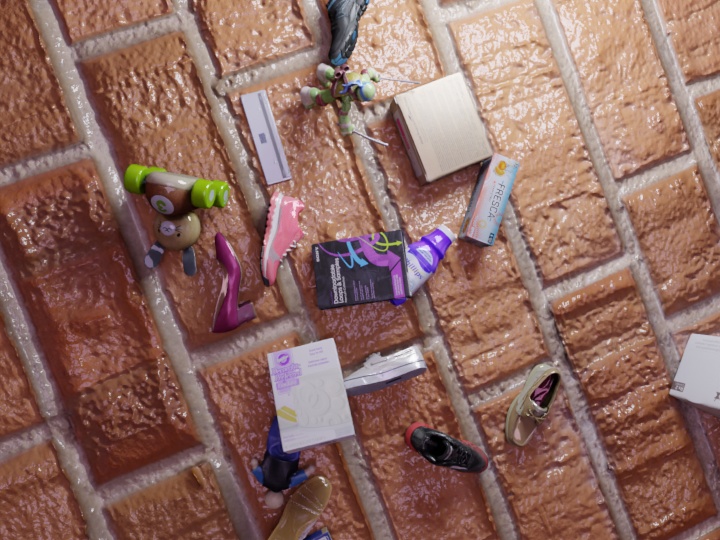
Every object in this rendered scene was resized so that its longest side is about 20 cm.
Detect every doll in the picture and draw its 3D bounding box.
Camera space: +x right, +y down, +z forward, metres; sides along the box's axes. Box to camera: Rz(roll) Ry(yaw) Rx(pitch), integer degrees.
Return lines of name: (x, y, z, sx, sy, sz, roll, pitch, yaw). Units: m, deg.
doll: (-0.161, 0.401, 1.154, 0.136, 0.048, 0.201, 14, 86, -7)

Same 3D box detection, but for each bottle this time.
bottle: (0.124, -0.016, 1.200, 0.200, 0.065, 0.084, -44, 90, -8)

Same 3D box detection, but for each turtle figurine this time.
turtle figurine: (-0.017, -0.355, 1.151, 0.199, 0.194, 0.145, -6, 116, -46)

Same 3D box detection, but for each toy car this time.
toy car: (-0.371, -0.093, 1.091, 0.163, 0.158, 0.201, 12, 99, 4)

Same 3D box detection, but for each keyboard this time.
keyboard: (-0.204, -0.287, 1.185, 0.056, 0.011, 0.201, -17, 91, -4)

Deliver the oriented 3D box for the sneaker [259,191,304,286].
sneaker: (-0.162, -0.063, 1.153, 0.086, 0.074, 0.201, 9, 87, -10)

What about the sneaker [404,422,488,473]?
sneaker: (0.195, 0.395, 1.186, 0.200, 0.098, 0.071, 26, 83, -9)

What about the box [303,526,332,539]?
box: (-0.138, 0.646, 1.159, 0.199, 0.032, 0.122, -23, 92, -10)

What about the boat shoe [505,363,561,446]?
boat shoe: (0.389, 0.305, 1.234, 0.074, 0.066, 0.201, 24, 85, -7)

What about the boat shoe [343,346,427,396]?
boat shoe: (0.040, 0.213, 1.187, 0.199, 0.071, 0.070, -19, 61, 0)

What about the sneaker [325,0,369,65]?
sneaker: (-0.041, -0.540, 1.193, 0.082, 0.073, 0.201, 17, 78, 3)

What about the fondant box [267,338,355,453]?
fondant box: (-0.102, 0.255, 1.120, 0.144, 0.058, 0.201, -13, 67, -2)

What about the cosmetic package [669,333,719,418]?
cosmetic package: (0.873, 0.264, 1.263, 0.199, 0.165, 0.166, 25, 85, -9)

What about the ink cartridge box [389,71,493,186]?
ink cartridge box: (0.176, -0.309, 1.212, 0.164, 0.075, 0.201, -22, 93, -7)

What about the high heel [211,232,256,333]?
high heel: (-0.289, 0.027, 1.130, 0.096, 0.067, 0.201, -21, 95, -20)

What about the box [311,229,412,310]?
box: (0.000, 0.000, 1.156, 0.199, 0.036, 0.144, -9, 81, 12)

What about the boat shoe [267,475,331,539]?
boat shoe: (-0.134, 0.523, 1.149, 0.071, 0.069, 0.200, 35, 63, 13)

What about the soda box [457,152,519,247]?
soda box: (0.287, -0.156, 1.231, 0.068, 0.064, 0.201, 20, 86, -8)
